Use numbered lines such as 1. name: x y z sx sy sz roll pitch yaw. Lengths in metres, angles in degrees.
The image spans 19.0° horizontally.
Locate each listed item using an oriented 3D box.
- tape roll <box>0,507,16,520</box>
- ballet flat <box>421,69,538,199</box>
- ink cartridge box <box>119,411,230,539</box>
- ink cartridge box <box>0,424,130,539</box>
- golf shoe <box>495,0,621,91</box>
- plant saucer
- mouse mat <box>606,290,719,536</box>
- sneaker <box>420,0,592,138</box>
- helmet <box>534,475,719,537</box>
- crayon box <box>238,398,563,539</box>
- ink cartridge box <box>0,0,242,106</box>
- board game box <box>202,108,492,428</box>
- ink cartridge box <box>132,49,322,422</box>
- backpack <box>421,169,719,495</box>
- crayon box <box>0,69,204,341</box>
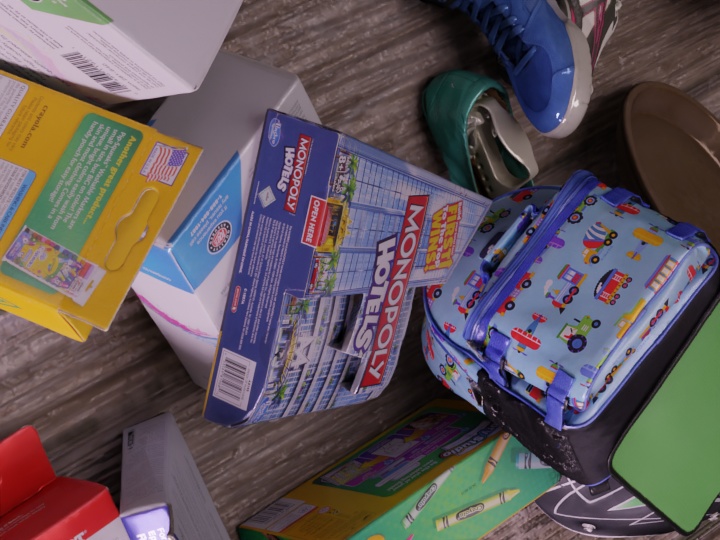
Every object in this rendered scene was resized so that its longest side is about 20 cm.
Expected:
1. tape roll: -0.210 0.248 1.371 0.202 0.037 0.205 -1 91 -36
2. ballet flat: 0.106 -0.053 1.572 0.067 0.070 0.201 -34 111 -31
3. ink cartridge box: -0.098 0.214 1.362 0.040 0.200 0.201 -23 107 1
4. ink cartridge box: -0.191 0.209 1.318 0.116 0.067 0.201 -33 110 -31
5. golf shoe: 0.159 -0.225 1.615 0.088 0.077 0.202 19 87 -51
6. plant saucer: 0.263 -0.056 1.657 0.199 0.029 0.201 33 37 -29
7. mouse mat: 0.249 0.077 1.451 0.201 0.008 0.161 -54 141 -3
8. sneaker: 0.090 -0.185 1.520 0.111 0.077 0.201 5 61 -32
9. helmet: 0.204 0.098 1.573 0.190 0.199 0.202 3 90 -37
10. crayon box: 0.029 0.161 1.493 0.199 0.118 0.059 -30 109 -31
11. ink cartridge box: -0.186 -0.169 1.274 0.145 0.199 0.084 37 67 -31
12. board game box: 0.000 0.000 1.377 0.199 0.061 0.202 -6 112 -55
13. ink cartridge box: -0.075 -0.020 1.389 0.145 0.084 0.200 -54 143 -22
14. backpack: 0.130 0.020 1.451 0.183 0.200 0.135 -47 144 -12
15. crayon box: -0.198 -0.042 1.276 0.126 0.199 0.052 -63 159 -16
